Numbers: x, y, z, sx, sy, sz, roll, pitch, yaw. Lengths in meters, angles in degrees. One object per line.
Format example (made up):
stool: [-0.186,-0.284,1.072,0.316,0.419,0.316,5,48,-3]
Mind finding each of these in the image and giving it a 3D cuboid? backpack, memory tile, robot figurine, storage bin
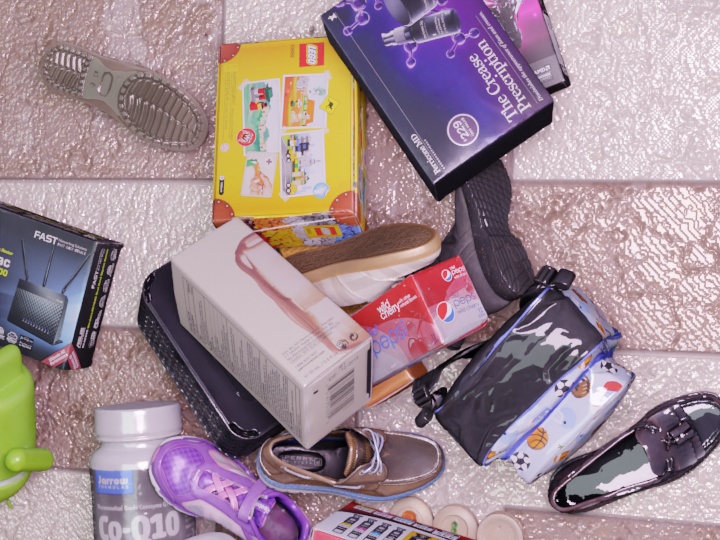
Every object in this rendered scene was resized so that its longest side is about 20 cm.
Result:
backpack: [0.173,0.098,1.175,0.200,0.190,0.154,-43,84,18]
memory tile: [0.092,0.345,1.296,0.151,0.017,0.204,7,93,18]
robot figurine: [-0.426,0.177,1.395,0.173,0.116,0.203,17,119,17]
storage bin: [-0.130,0.076,1.290,0.134,0.094,0.201,-31,80,-23]

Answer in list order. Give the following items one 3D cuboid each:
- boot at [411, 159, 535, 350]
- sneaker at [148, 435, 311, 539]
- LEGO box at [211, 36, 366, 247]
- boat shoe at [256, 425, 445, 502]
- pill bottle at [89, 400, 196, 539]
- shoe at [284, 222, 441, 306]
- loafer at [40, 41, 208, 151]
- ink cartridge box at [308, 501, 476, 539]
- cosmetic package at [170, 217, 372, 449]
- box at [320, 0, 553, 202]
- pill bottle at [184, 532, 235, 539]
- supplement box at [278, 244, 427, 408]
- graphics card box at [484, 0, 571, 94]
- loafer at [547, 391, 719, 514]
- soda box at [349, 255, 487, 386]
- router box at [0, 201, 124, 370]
boot: [0.095,-0.033,1.256,0.131,0.069,0.203,-39,49,42]
sneaker: [-0.127,0.239,1.291,0.199,0.088,0.081,35,71,-11]
LEGO box: [-0.069,-0.132,1.263,0.146,0.077,0.203,-2,71,8]
boat shoe: [-0.006,0.195,1.260,0.196,0.073,0.073,-3,69,-9]
pill bottle: [-0.238,0.248,1.351,0.112,0.114,0.204,-4,90,18]
shoe: [0.000,0.000,1.211,0.198,0.070,0.054,-12,117,35]
loafer: [-0.256,-0.198,1.374,0.198,0.068,0.076,28,101,-1]
ink cartridge box: [0.048,0.309,1.209,0.197,0.175,0.085,14,96,16]
cosmetic package: [-0.084,0.056,1.166,0.087,0.104,0.200,-34,58,-26]
box: [0.073,-0.193,1.187,0.140,0.079,0.201,-35,78,2]
pill bottle: [-0.139,0.383,1.293,0.107,0.109,0.202,-14,116,17]
supplement box: [-0.008,0.039,1.297,0.068,0.066,0.202,-33,82,16]
graphics card box: [0.124,-0.261,1.255,0.124,0.051,0.203,-18,86,17]
loafer: [0.272,0.186,1.209,0.199,0.063,0.073,-32,82,16]
soda box: [0.033,0.059,1.163,0.200,0.063,0.071,-35,78,53]
router box: [-0.385,0.012,1.421,0.197,0.062,0.152,17,95,17]
